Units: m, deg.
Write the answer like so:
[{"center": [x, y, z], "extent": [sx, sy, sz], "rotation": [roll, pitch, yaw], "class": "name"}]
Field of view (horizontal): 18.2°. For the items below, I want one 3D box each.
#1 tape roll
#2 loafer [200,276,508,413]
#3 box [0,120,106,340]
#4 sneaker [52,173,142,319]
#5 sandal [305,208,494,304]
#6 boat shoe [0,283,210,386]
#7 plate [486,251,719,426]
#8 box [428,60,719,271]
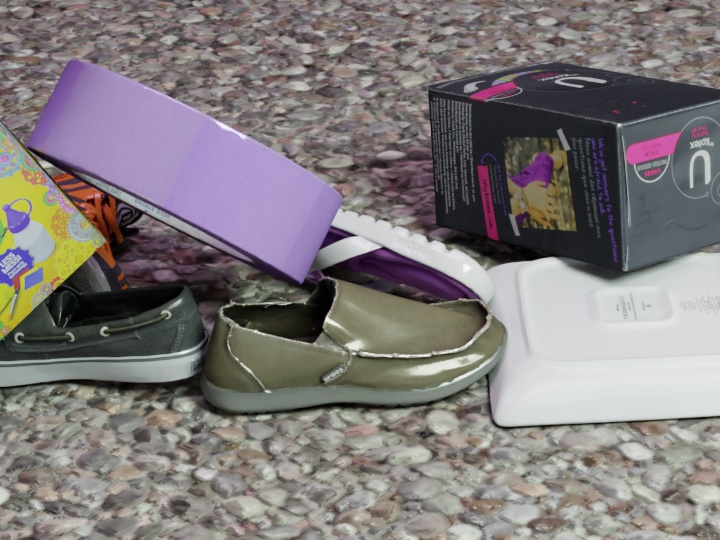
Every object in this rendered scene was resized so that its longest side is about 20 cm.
[{"center": [-0.114, -0.063, 1.459], "extent": [0.200, 0.066, 0.200], "rotation": [27, -3, 1], "class": "tape roll"}, {"center": [-0.004, 0.043, 1.428], "extent": [0.199, 0.070, 0.075], "rotation": [-8, 28, -8], "class": "loafer"}, {"center": [-0.301, -0.024, 1.437], "extent": [0.200, 0.122, 0.193], "rotation": [-43, 35, -2], "class": "box"}, {"center": [-0.191, -0.030, 1.583], "extent": [0.112, 0.078, 0.200], "rotation": [-20, 32, -28], "class": "sneaker"}, {"center": [-0.004, -0.004, 1.535], "extent": [0.202, 0.082, 0.050], "rotation": [13, 67, 37], "class": "sandal"}, {"center": [-0.194, 0.036, 1.468], "extent": [0.199, 0.057, 0.069], "rotation": [-1, 26, 14], "class": "boat shoe"}, {"center": [0.179, 0.035, 1.473], "extent": [0.199, 0.032, 0.200], "rotation": [-2, 26, 0], "class": "plate"}, {"center": [0.155, -0.077, 1.571], "extent": [0.122, 0.107, 0.200], "rotation": [-16, 20, -36], "class": "box"}]
